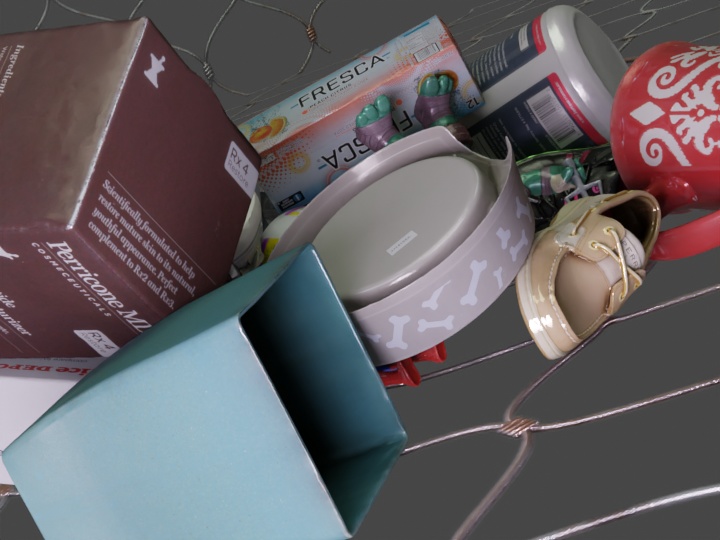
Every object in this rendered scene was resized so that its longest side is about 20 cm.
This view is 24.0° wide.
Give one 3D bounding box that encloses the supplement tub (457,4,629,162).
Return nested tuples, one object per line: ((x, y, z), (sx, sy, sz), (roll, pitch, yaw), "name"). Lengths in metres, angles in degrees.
((0.137, -0.125, 1.482), (0.200, 0.141, 0.140), (-32, 7, 25), "supplement tub")

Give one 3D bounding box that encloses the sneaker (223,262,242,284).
((-0.158, 0.027, 1.211), (0.115, 0.076, 0.200), (-10, 13, -24), "sneaker")

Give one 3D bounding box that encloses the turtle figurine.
((0.091, -0.062, 1.313), (0.149, 0.200, 0.101), (-12, -38, -49), "turtle figurine")

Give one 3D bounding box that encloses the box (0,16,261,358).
((-0.204, -0.049, 1.135), (0.199, 0.166, 0.165), (-2, 58, 29), "box")

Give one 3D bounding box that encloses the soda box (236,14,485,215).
((-0.001, -0.129, 1.414), (0.199, 0.069, 0.064), (-28, 34, 5), "soda box")

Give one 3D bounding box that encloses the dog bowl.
((0.030, -0.015, 1.150), (0.200, 0.059, 0.200), (-28, 28, 17), "dog bowl")

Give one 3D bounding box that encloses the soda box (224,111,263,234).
((-0.131, -0.044, 1.541), (0.068, 0.200, 0.064), (-25, 54, -19), "soda box")

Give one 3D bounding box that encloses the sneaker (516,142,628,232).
((0.180, -0.064, 1.375), (0.199, 0.077, 0.084), (-22, 8, 4), "sneaker")

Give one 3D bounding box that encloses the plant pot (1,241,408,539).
((-0.102, 0.101, 1.020), (0.199, 0.142, 0.141), (-23, 11, 21), "plant pot")

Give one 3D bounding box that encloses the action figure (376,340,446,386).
((-0.043, 0.047, 1.238), (0.199, 0.099, 0.065), (-14, 13, 39), "action figure")

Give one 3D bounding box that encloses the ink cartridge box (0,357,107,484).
((-0.199, 0.085, 1.265), (0.146, 0.083, 0.200), (3, 18, 10), "ink cartridge box")

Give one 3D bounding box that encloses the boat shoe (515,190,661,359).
((0.160, -0.008, 1.151), (0.069, 0.074, 0.200), (-21, 17, 28), "boat shoe")

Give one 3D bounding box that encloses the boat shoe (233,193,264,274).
((-0.107, -0.028, 1.357), (0.072, 0.069, 0.200), (-33, 20, -5), "boat shoe")

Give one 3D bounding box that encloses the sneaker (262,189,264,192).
((-0.024, -0.110, 1.889), (0.200, 0.074, 0.118), (-25, 19, -4), "sneaker")

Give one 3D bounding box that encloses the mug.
((0.293, -0.082, 1.239), (0.133, 0.178, 0.200), (14, -3, -32), "mug")

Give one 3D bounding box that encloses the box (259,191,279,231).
((-0.133, -0.040, 1.729), (0.199, 0.049, 0.161), (-12, -8, 32), "box")

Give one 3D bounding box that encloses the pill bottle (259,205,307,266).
((0.000, 0.000, 1.334), (0.104, 0.105, 0.200), (-27, 14, -25), "pill bottle")
